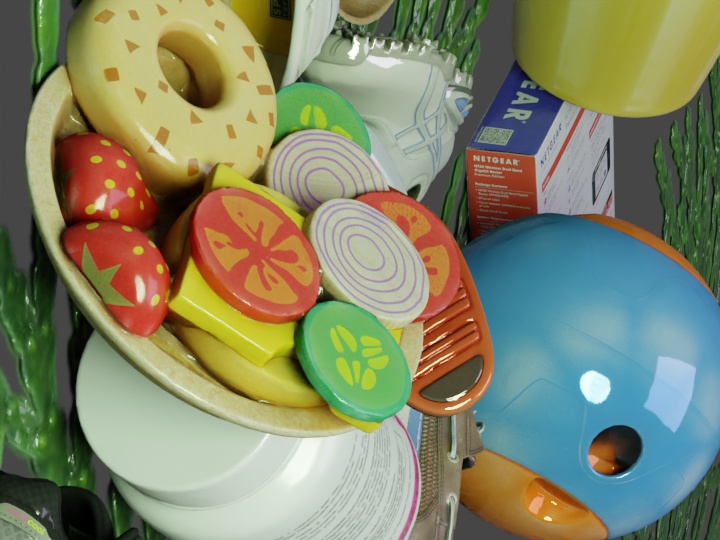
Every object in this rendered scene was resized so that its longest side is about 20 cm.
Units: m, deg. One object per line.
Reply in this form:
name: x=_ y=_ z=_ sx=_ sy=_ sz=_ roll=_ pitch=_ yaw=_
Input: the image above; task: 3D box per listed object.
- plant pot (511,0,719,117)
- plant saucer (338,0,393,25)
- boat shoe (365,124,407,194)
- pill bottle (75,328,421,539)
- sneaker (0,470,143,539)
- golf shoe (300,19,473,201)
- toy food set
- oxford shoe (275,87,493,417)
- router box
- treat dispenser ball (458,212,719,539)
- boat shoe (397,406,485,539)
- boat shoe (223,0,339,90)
plant pot: x=0.181 y=-0.210 z=1.626 sx=0.201 sy=0.201 sz=0.189 roll=-57 pitch=164 yaw=-54
plant saucer: x=-0.011 y=-0.221 z=1.240 sx=0.200 sy=0.035 sz=0.200 roll=4 pitch=90 yaw=-71
boat shoe: x=-0.013 y=0.011 z=1.284 sx=0.062 sy=0.072 sz=0.200 roll=-67 pitch=160 yaw=-46
pill bottle: x=-0.048 y=0.077 z=1.130 sx=0.200 sy=0.113 sz=0.114 roll=51 pitch=49 yaw=-66
sneaker: x=-0.115 y=0.135 z=1.012 sx=0.088 sy=0.074 sz=0.200 roll=-70 pitch=155 yaw=-16
golf shoe: x=0.009 y=-0.074 z=1.320 sx=0.200 sy=0.078 sz=0.097 roll=27 pitch=78 yaw=-70
toy food set: x=-0.046 y=-0.020 z=1.023 sx=0.049 sy=0.198 sz=0.200 roll=-43 pitch=-157 yaw=36
oxford shoe: x=0.000 y=0.000 z=1.160 sx=0.071 sy=0.200 sz=0.073 roll=-28 pitch=146 yaw=-12
router box: x=0.127 y=-0.057 z=1.727 sx=0.200 sy=0.049 sz=0.180 roll=-59 pitch=151 yaw=-51
treat dispenser ball: x=0.125 y=0.064 z=1.521 sx=0.201 sy=0.201 sz=0.201 roll=8 pitch=90 yaw=-72
boat shoe: x=0.027 y=0.088 z=1.385 sx=0.072 sy=0.072 sz=0.200 roll=34 pitch=53 yaw=-31
boat shoe: x=-0.048 y=-0.157 z=1.117 sx=0.200 sy=0.071 sz=0.070 roll=89 pitch=16 yaw=-46
